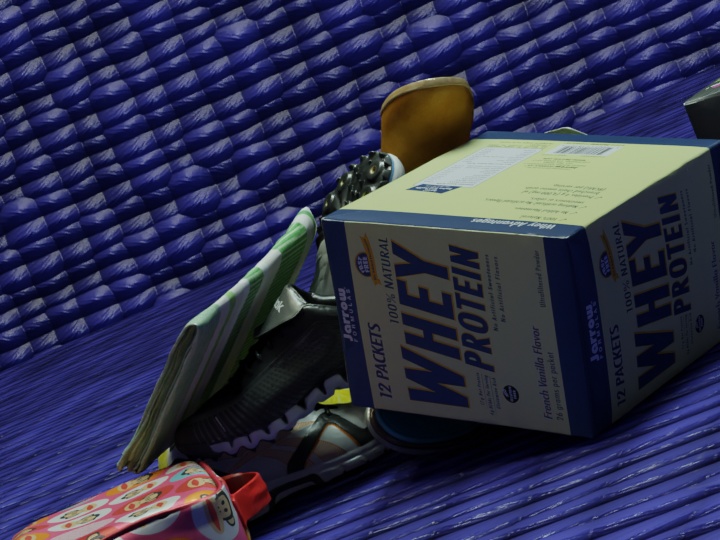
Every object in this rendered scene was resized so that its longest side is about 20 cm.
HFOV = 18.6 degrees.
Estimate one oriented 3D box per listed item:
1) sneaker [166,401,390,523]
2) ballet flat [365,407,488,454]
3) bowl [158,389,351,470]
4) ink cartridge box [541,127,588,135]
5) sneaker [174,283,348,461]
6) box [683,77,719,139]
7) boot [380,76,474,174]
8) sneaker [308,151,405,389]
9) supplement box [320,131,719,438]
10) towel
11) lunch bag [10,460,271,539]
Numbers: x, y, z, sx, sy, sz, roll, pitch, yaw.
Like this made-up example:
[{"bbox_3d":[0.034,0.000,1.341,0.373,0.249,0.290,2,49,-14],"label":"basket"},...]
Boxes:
[{"bbox_3d":[-0.051,0.124,1.615,0.199,0.080,0.074,-25,3,-21],"label":"sneaker"},{"bbox_3d":[0.065,0.094,1.560,0.200,0.067,0.064,-30,-20,-46],"label":"ballet flat"},{"bbox_3d":[-0.083,0.107,1.748,0.199,0.108,0.200,-24,6,3],"label":"bowl"},{"bbox_3d":[0.203,-0.056,1.790,0.199,0.048,0.145,15,-15,-28],"label":"ink cartridge box"},{"bbox_3d":[-0.051,0.059,1.552,0.199,0.091,0.066,-28,16,-4],"label":"sneaker"},{"bbox_3d":[0.347,-0.098,1.607,0.124,0.149,0.200,-18,8,35],"label":"box"},{"bbox_3d":[0.053,-0.043,1.605,0.070,0.145,0.201,-5,-19,-7],"label":"boot"},{"bbox_3d":[0.000,0.000,1.607,0.072,0.201,0.072,8,33,-18],"label":"sneaker"},{"bbox_3d":[0.116,0.002,1.466,0.199,0.135,0.199,5,23,38],"label":"supplement box"},{"bbox_3d":[-0.099,0.049,1.580,0.200,0.023,0.153,-45,-15,-54],"label":"towel"},{"bbox_3d":[-0.141,0.180,1.451,0.175,0.082,0.200,-24,5,-6],"label":"lunch bag"}]
